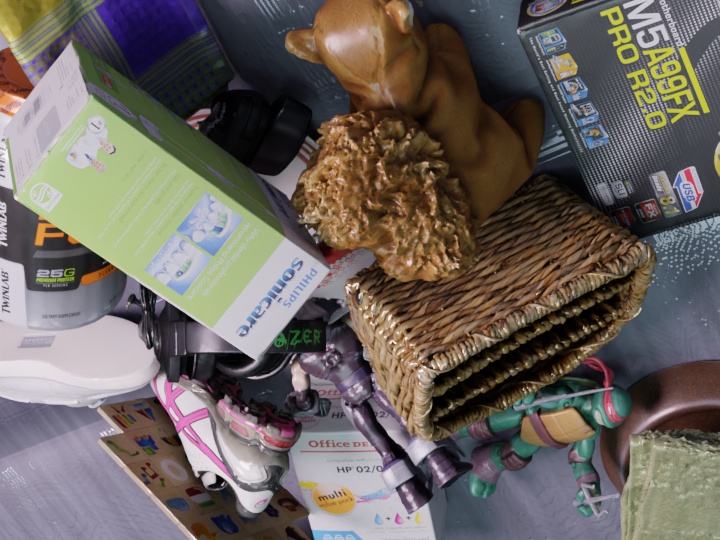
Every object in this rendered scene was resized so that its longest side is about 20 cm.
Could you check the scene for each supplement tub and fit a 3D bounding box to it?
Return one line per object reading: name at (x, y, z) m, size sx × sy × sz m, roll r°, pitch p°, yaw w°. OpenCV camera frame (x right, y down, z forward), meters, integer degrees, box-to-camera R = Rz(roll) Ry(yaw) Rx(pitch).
supplement tub at (-0.238, -0.065, 1.176) m, size 0.122 × 0.123 × 0.201 m, roll 9°, pitch 124°, yaw 4°

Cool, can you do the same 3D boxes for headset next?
headset at (-0.113, 0.039, 1.198) m, size 0.123 × 0.095 × 0.199 m, roll 2°, pitch 175°, yaw -41°

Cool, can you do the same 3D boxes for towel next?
towel at (-0.178, -0.177, 1.079) m, size 0.023 × 0.143 × 0.201 m, roll 18°, pitch 141°, yaw 50°
towel at (0.310, 0.190, 1.231) m, size 0.199 × 0.037 × 0.149 m, roll 6°, pitch 128°, yaw 8°

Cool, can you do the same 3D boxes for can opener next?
can opener at (-0.112, -0.061, 1.167) m, size 0.078 × 0.064 × 0.200 m, roll 30°, pitch 127°, yaw -12°

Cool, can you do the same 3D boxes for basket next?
basket at (0.112, 0.049, 1.131) m, size 0.199 × 0.149 × 0.143 m, roll -28°, pitch 124°, yaw -12°

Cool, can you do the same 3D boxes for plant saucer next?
plant saucer at (0.304, 0.163, 1.306) m, size 0.199 × 0.035 × 0.201 m, roll 5°, pitch 129°, yaw 6°

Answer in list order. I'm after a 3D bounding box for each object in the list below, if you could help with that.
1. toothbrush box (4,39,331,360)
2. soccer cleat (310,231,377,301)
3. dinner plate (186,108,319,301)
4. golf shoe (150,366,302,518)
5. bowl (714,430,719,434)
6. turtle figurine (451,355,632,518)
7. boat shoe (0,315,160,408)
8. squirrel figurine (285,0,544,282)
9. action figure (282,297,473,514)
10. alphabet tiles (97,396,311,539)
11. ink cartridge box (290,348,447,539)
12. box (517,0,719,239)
toothbrush box at (-0.132, -0.049, 1.029) m, size 0.200 × 0.146 × 0.086 m, roll 34°, pitch 100°, yaw -26°
soccer cleat at (0.000, 0.000, 1.187) m, size 0.199 × 0.069 × 0.086 m, roll -18°, pitch 113°, yaw -5°
dinner plate at (-0.095, -0.049, 1.228) m, size 0.199 × 0.024 × 0.201 m, roll 6°, pitch 127°, yaw 7°
golf shoe at (-0.128, 0.132, 1.277) m, size 0.072 × 0.200 × 0.093 m, roll 14°, pitch 99°, yaw -36°
bowl at (0.347, 0.205, 1.284) m, size 0.199 × 0.039 × 0.201 m, roll 5°, pitch 129°, yaw 7°
turtle figurine at (0.157, 0.135, 1.272) m, size 0.199 × 0.101 × 0.150 m, roll -20°, pitch 115°, yaw 40°
boat shoe at (-0.251, 0.088, 1.328) m, size 0.199 × 0.072 × 0.069 m, roll -4°, pitch 135°, yaw 24°
squirrel figurine at (0.027, -0.100, 1.049) m, size 0.141 × 0.201 × 0.187 m, roll -6°, pitch 138°, yaw 24°
action figure at (0.004, 0.100, 1.244) m, size 0.130 × 0.069 × 0.200 m, roll -38°, pitch 85°, yaw 23°
alphabet tiles at (-0.129, 0.177, 1.298) m, size 0.200 × 0.166 × 0.006 m, roll 42°, pitch 109°, yaw 20°
ink cartridge box at (0.004, 0.161, 1.343) m, size 0.114 × 0.068 × 0.201 m, roll -3°, pitch 126°, yaw 14°
box at (0.221, -0.125, 1.089) m, size 0.159 × 0.044 × 0.201 m, roll -15°, pitch 123°, yaw 23°
